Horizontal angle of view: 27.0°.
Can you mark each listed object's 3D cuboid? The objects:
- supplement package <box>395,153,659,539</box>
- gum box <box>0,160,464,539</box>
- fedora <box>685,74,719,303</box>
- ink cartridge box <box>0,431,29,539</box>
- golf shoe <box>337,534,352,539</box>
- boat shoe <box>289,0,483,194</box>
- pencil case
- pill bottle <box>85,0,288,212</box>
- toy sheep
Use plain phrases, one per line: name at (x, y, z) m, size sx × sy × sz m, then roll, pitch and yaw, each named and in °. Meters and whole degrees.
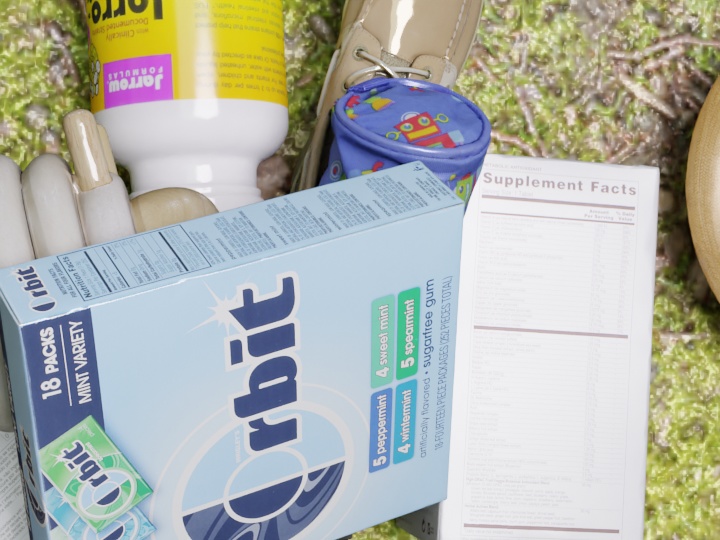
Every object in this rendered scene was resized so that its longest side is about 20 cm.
supplement package at (0.087, 0.045, 0.805) m, size 0.112 × 0.109 × 0.202 m, roll 5°, pitch 87°, yaw -10°
gum box at (-0.052, 0.056, 0.662) m, size 0.198 × 0.045 × 0.171 m, roll -15°, pitch 127°, yaw -23°
fedora at (0.260, -0.039, 0.857) m, size 0.198 × 0.082 × 0.203 m, roll 0°, pitch 92°, yaw -14°
ink cartridge box at (-0.194, 0.085, 0.766) m, size 0.136 × 0.076 × 0.200 m, roll -44°, pitch 96°, yaw -13°
golf shoe at (-0.039, 0.184, 0.794) m, size 0.077 × 0.088 × 0.202 m, roll -13°, pitch 103°, yaw -26°
boat shoe at (0.013, -0.092, 0.775) m, size 0.071 × 0.065 × 0.201 m, roll 20°, pitch 116°, yaw -10°
pencil case at (0.000, 0.000, 0.751) m, size 0.087 × 0.078 × 0.201 m, roll 33°, pitch 124°, yaw 24°
pill bottle at (-0.091, -0.118, 0.783) m, size 0.103 × 0.104 × 0.202 m, roll -3°, pitch 87°, yaw -11°
toy sheep at (-0.157, 0.008, 0.682) m, size 0.198 × 0.138 × 0.139 m, roll -17°, pitch 90°, yaw -2°
